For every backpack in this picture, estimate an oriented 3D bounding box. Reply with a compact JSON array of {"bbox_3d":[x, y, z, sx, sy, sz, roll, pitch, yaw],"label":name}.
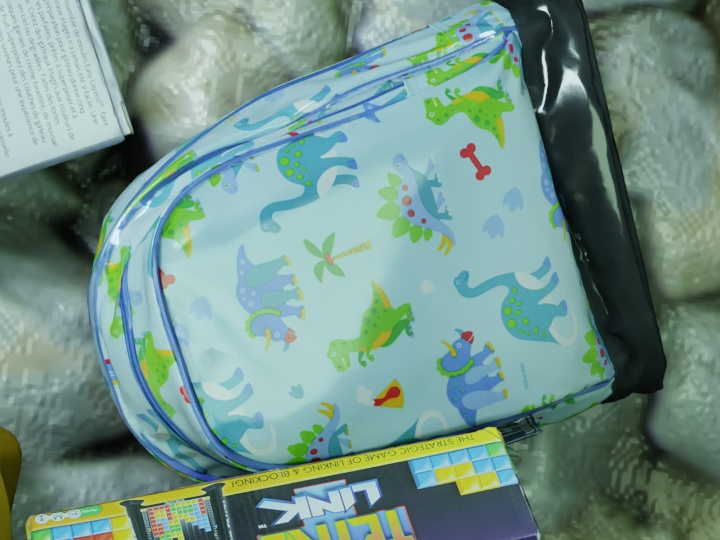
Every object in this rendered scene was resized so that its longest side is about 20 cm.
[{"bbox_3d":[0.000,0.000,0.885,0.198,0.154,0.164,-13,102,5],"label":"backpack"}]

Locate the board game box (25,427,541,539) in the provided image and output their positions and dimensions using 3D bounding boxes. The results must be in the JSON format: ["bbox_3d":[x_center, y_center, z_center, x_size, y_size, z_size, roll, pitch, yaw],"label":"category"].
[{"bbox_3d":[-0.023,0.159,0.870,0.164,0.057,0.201,-10,130,-8],"label":"board game box"}]

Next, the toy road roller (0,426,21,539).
[{"bbox_3d":[-0.209,0.084,0.867,0.199,0.146,0.124,14,91,26],"label":"toy road roller"}]

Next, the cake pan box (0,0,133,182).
[{"bbox_3d":[-0.194,-0.104,0.878,0.183,0.052,0.201,-20,96,-7],"label":"cake pan box"}]
